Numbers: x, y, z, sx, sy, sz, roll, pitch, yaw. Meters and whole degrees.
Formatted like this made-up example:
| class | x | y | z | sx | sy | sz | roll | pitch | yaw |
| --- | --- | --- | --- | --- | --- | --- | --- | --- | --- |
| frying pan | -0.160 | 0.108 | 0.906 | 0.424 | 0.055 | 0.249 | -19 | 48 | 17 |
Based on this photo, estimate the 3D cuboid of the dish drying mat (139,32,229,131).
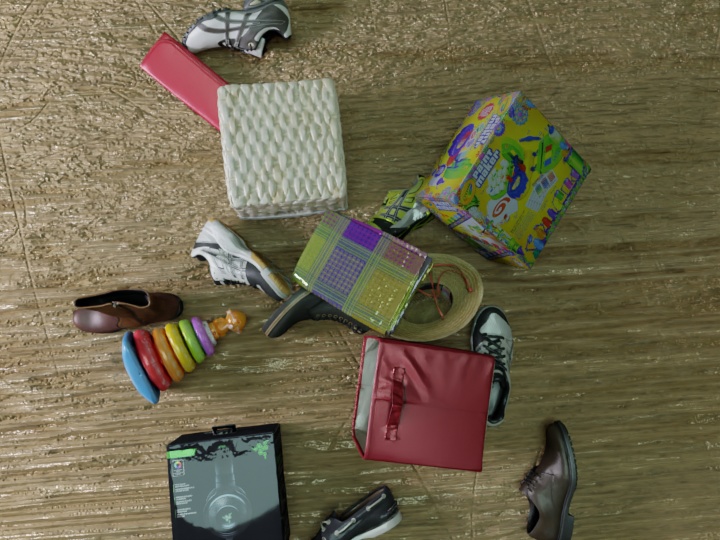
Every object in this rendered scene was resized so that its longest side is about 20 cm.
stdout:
| class | x | y | z | sx | sy | sz | roll | pitch | yaw |
| --- | --- | --- | --- | --- | --- | --- | --- | --- | --- |
| dish drying mat | -0.286 | -0.324 | 0.967 | 0.199 | 0.018 | 0.077 | 38 | 95 | -7 |

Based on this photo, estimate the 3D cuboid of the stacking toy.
| class | x | y | z | sx | sy | sz | roll | pitch | yaw |
| --- | --- | --- | --- | --- | --- | --- | --- | --- | --- |
| stacking toy | -0.282 | 0.118 | 0.912 | 0.199 | 0.110 | 0.117 | -27 | 102 | -15 |

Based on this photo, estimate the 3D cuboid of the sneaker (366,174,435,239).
| class | x | y | z | sx | sy | sz | roll | pitch | yaw |
| --- | --- | --- | --- | --- | --- | --- | --- | --- | --- |
| sneaker | 0.054 | -0.091 | 0.951 | 0.199 | 0.076 | 0.077 | -32 | 78 | -17 |

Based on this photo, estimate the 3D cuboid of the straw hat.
| class | x | y | z | sx | sy | sz | roll | pitch | yaw |
| --- | --- | --- | --- | --- | --- | --- | --- | --- | --- |
| straw hat | 0.111 | 0.068 | 0.923 | 0.198 | 0.086 | 0.202 | -6 | 44 | 6 |

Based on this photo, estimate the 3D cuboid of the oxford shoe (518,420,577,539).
| class | x | y | z | sx | sy | sz | roll | pitch | yaw |
| --- | --- | --- | --- | --- | --- | --- | --- | --- | --- |
| oxford shoe | 0.311 | 0.352 | 0.918 | 0.083 | 0.073 | 0.203 | 6 | 85 | 0 |

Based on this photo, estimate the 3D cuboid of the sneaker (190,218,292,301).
| class | x | y | z | sx | sy | sz | roll | pitch | yaw |
| --- | --- | --- | --- | --- | --- | --- | --- | --- | --- |
| sneaker | -0.201 | 0.001 | 0.927 | 0.199 | 0.076 | 0.088 | 38 | 91 | 20 |

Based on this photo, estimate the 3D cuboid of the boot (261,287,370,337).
| class | x | y | z | sx | sy | sz | roll | pitch | yaw |
| --- | --- | --- | --- | --- | --- | --- | --- | --- | --- |
| boot | -0.054 | 0.079 | 0.931 | 0.200 | 0.077 | 0.139 | -40 | 92 | -4 |

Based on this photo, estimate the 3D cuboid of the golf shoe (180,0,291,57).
| class | x | y | z | sx | sy | sz | roll | pitch | yaw |
| --- | --- | --- | --- | --- | --- | --- | --- | --- | --- |
| golf shoe | -0.215 | -0.412 | 0.964 | 0.198 | 0.078 | 0.095 | -21 | 101 | 8 |

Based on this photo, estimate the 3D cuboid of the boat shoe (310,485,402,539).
| class | x | y | z | sx | sy | sz | roll | pitch | yaw |
| --- | --- | --- | --- | --- | --- | --- | --- | --- | --- |
| boat shoe | -0.030 | 0.420 | 0.900 | 0.198 | 0.074 | 0.061 | -24 | 86 | -7 |

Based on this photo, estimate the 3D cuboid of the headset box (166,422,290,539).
| class | x | y | z | sx | sy | sz | roll | pitch | yaw |
| --- | --- | --- | --- | --- | --- | --- | --- | --- | --- |
| headset box | -0.210 | 0.350 | 0.889 | 0.172 | 0.093 | 0.203 | -5 | 85 | -3 |

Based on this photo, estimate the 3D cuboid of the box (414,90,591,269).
| class | x | y | z | sx | sy | sz | roll | pitch | yaw |
| --- | --- | --- | --- | --- | --- | --- | --- | --- | --- |
| box | 0.233 | -0.144 | 0.901 | 0.192 | 0.122 | 0.201 | 37 | 84 | -24 |

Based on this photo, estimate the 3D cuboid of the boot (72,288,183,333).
| class | x | y | z | sx | sy | sz | roll | pitch | yaw |
| --- | --- | --- | --- | --- | --- | --- | --- | --- | --- |
| boot | -0.389 | 0.065 | 0.853 | 0.186 | 0.200 | 0.069 | 0 | 85 | -2 |

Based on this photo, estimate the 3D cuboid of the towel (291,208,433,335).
| class | x | y | z | sx | sy | sz | roll | pitch | yaw |
| --- | --- | --- | --- | --- | --- | --- | --- | --- | --- |
| towel | 0.000 | 0.000 | 0.873 | 0.199 | 0.023 | 0.145 | 27 | 82 | 18 |

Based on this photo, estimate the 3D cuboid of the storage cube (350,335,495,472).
| class | x | y | z | sx | sy | sz | roll | pitch | yaw |
| --- | --- | --- | --- | --- | --- | --- | --- | --- | --- |
| storage cube | 0.091 | 0.201 | 0.864 | 0.178 | 0.200 | 0.173 | 9 | 84 | -7 |

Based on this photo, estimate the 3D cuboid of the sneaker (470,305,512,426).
| class | x | y | z | sx | sy | sz | roll | pitch | yaw |
| --- | --- | --- | --- | --- | --- | --- | --- | --- | --- |
| sneaker | 0.225 | 0.159 | 0.917 | 0.075 | 0.088 | 0.203 | 3 | 83 | 0 |

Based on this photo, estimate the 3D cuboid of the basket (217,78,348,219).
| class | x | y | z | sx | sy | sz | roll | pitch | yaw |
| --- | --- | --- | --- | --- | --- | --- | --- | --- | --- |
| basket | -0.120 | -0.195 | 0.899 | 0.196 | 0.161 | 0.203 | -6 | 90 | -4 |
